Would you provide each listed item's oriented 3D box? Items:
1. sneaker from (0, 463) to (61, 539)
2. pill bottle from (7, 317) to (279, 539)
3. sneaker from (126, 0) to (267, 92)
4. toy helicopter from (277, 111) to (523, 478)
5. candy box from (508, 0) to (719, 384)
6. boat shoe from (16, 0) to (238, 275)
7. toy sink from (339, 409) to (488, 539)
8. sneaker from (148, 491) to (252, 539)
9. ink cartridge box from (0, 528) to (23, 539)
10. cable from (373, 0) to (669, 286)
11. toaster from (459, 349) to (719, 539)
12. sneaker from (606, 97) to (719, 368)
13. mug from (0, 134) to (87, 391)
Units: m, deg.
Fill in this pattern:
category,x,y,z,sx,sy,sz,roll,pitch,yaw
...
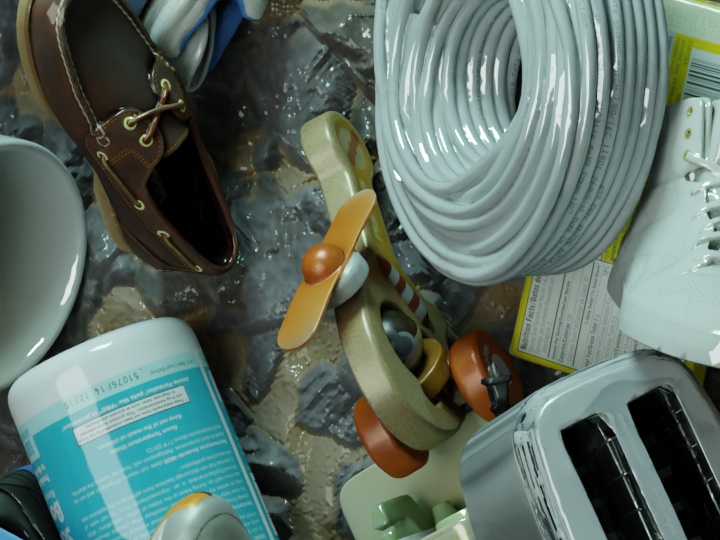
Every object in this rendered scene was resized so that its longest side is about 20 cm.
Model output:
category,x,y,z,sx,sy,sz,roll,pitch,yaw
sneaker,-0.169,0.208,1.654,0.076,0.111,0.201,-14,88,31
pill bottle,-0.107,0.135,1.608,0.110,0.111,0.201,-28,80,30
sneaker,-0.138,-0.158,1.612,0.199,0.080,0.147,-22,80,26
toy helicopter,0.000,0.000,1.519,0.079,0.132,0.201,-31,56,22
candy box,0.143,-0.039,1.487,0.102,0.026,0.201,19,105,29
boat shoe,-0.116,-0.077,1.569,0.070,0.070,0.200,22,150,39
toy sink,0.051,0.182,1.517,0.130,0.112,0.201,-30,79,30
sneaker,-0.039,0.201,1.473,0.092,0.076,0.201,-2,112,44
ink cartridge box,-0.137,0.245,1.548,0.145,0.084,0.200,16,144,54
cable,0.075,-0.092,1.451,0.200,0.069,0.201,11,97,60
toaster,0.124,0.119,1.397,0.129,0.113,0.201,126,122,-72
sneaker,0.163,-0.024,1.365,0.073,0.200,0.116,13,101,-11
mug,-0.270,-0.017,1.659,0.153,0.186,0.150,21,116,36
